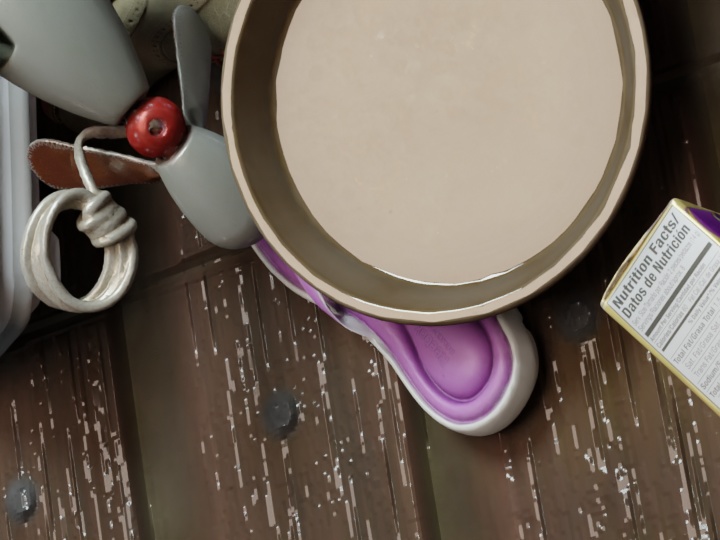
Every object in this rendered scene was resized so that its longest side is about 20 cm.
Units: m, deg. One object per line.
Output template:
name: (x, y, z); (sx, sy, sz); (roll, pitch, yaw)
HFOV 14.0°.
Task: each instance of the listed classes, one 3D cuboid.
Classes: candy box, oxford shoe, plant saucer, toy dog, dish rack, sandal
candy box: (0.196, 0.058, 1.105); (0.200, 0.116, 0.057); (46, 110, 33)
oxford shoe: (-0.075, -0.118, 1.369); (0.200, 0.070, 0.075); (-43, 78, 33)
plant saucer: (0.034, -0.077, 1.249); (0.199, 0.029, 0.202); (0, 90, 25)
toy dog: (-0.126, -0.088, 1.308); (0.201, 0.131, 0.096); (65, 168, -13)
dish rack: (-0.178, -0.052, 1.411); (0.172, 0.043, 0.201); (141, 126, -70)
sandal: (0.004, -0.006, 1.301); (0.202, 0.050, 0.083); (41, 107, 34)
